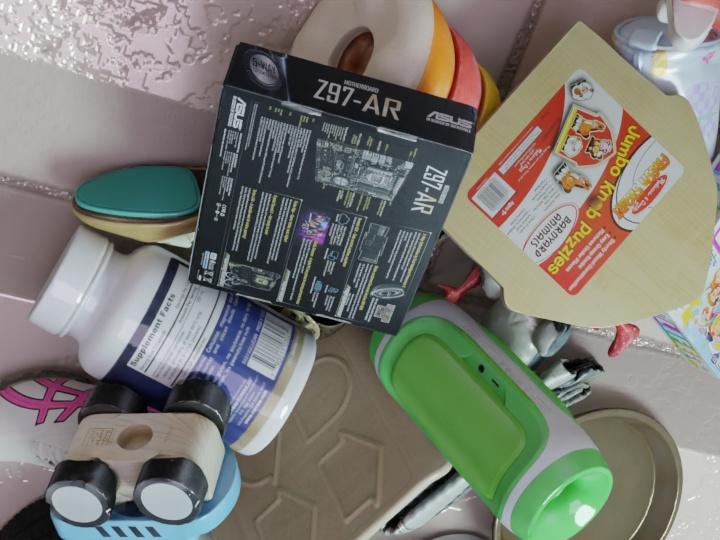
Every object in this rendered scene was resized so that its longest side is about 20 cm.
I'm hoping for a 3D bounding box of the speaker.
[{"bbox_3d":[0.089,0.102,0.896,0.088,0.200,0.089,-23,137,-23],"label":"speaker"}]

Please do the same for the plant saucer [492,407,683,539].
[{"bbox_3d":[0.202,0.212,1.129,0.200,0.029,0.200,-9,113,-22],"label":"plant saucer"}]

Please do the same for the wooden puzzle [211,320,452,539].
[{"bbox_3d":[-0.034,0.156,0.997,0.200,0.185,0.046,-41,136,10],"label":"wooden puzzle"}]

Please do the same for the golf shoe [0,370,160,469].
[{"bbox_3d":[-0.223,0.127,0.990,0.200,0.092,0.073,-7,125,-5],"label":"golf shoe"}]

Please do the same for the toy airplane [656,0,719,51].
[{"bbox_3d":[0.304,-0.187,0.849,0.200,0.199,0.141,57,140,6],"label":"toy airplane"}]

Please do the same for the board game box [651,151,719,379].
[{"bbox_3d":[0.301,-0.029,0.979,0.200,0.034,0.134,-56,135,-6],"label":"board game box"}]

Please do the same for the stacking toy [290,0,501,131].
[{"bbox_3d":[0.057,-0.120,0.912,0.200,0.146,0.146,21,112,-37],"label":"stacking toy"}]

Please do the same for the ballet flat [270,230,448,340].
[{"bbox_3d":[0.000,0.000,0.973,0.200,0.046,0.067,-37,114,27],"label":"ballet flat"}]

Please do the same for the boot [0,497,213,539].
[{"bbox_3d":[-0.216,0.248,1.069,0.200,0.078,0.138,-32,123,8],"label":"boot"}]

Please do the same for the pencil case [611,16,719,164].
[{"bbox_3d":[0.228,-0.095,0.966,0.091,0.083,0.200,-16,121,-29],"label":"pencil case"}]

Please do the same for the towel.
[{"bbox_3d":[0.119,0.143,1.027,0.200,0.193,0.035,-44,74,12],"label":"towel"}]

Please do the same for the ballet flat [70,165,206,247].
[{"bbox_3d":[-0.114,-0.046,0.939,0.200,0.069,0.063,-9,132,-5],"label":"ballet flat"}]

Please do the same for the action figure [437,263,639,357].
[{"bbox_3d":[0.127,0.016,1.016,0.099,0.065,0.200,-43,118,14],"label":"action figure"}]

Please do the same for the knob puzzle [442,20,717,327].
[{"bbox_3d":[0.168,-0.047,0.899,0.219,0.030,0.220,0,91,-8],"label":"knob puzzle"}]

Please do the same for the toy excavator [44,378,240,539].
[{"bbox_3d":[-0.177,0.189,0.927,0.194,0.100,0.200,-2,127,11],"label":"toy excavator"}]

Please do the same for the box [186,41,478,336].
[{"bbox_3d":[-0.025,-0.047,0.838,0.160,0.044,0.200,14,140,-4],"label":"box"}]

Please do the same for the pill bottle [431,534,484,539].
[{"bbox_3d":[0.100,0.336,1.101,0.112,0.200,0.113,-4,118,-8],"label":"pill bottle"}]

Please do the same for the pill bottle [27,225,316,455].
[{"bbox_3d":[-0.144,0.049,0.949,0.200,0.111,0.111,30,108,-14],"label":"pill bottle"}]

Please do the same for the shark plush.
[{"bbox_3d":[0.134,0.067,0.976,0.083,0.091,0.200,-14,128,-41],"label":"shark plush"}]
